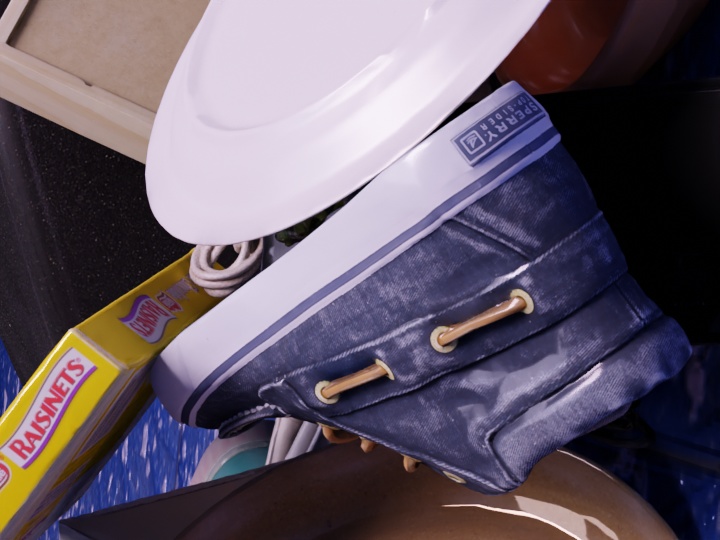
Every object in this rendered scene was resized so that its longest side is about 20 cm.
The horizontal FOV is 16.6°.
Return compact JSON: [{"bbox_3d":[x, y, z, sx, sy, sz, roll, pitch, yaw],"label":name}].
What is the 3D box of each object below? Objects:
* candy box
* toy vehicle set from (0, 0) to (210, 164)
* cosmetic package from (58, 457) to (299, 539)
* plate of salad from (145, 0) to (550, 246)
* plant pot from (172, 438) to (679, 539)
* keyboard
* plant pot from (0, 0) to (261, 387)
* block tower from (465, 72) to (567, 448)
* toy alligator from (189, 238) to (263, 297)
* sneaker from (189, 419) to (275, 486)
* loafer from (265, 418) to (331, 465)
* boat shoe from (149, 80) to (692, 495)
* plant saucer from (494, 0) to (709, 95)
[{"bbox_3d":[-0.092,0.049,0.796,0.102,0.026,0.200,-51,0,9],"label":"candy box"},{"bbox_3d":[-0.048,-0.126,0.944,0.027,0.124,0.201,119,176,-59],"label":"toy vehicle set"},{"bbox_3d":[-0.030,0.175,0.838,0.087,0.103,0.202,9,108,62],"label":"cosmetic package"},{"bbox_3d":[0.012,-0.083,0.746,0.200,0.048,0.201,-35,31,25],"label":"plate of salad"},{"bbox_3d":[0.009,0.134,0.711,0.028,0.199,0.201,64,-167,-47],"label":"plant pot"},{"bbox_3d":[0.047,0.001,0.750,0.199,0.039,0.105,-2,80,46],"label":"keyboard"},{"bbox_3d":[-0.076,-0.038,1.054,0.200,0.198,0.179,159,104,-73],"label":"plant pot"},{"bbox_3d":[0.030,-0.021,0.852,0.058,0.054,0.201,63,-162,-55],"label":"block tower"},{"bbox_3d":[-0.016,-0.088,0.842,0.201,0.059,0.054,-64,-30,-22],"label":"toy alligator"},{"bbox_3d":[-0.066,0.170,1.136,0.080,0.071,0.201,-101,24,-57],"label":"sneaker"},{"bbox_3d":[0.000,0.000,0.956,0.070,0.069,0.202,-162,78,-74],"label":"loafer"},{"bbox_3d":[0.010,0.029,0.704,0.091,0.071,0.200,56,145,2],"label":"boat shoe"},{"bbox_3d":[0.082,-0.147,0.772,0.200,0.037,0.202,-175,90,-74],"label":"plant saucer"}]
